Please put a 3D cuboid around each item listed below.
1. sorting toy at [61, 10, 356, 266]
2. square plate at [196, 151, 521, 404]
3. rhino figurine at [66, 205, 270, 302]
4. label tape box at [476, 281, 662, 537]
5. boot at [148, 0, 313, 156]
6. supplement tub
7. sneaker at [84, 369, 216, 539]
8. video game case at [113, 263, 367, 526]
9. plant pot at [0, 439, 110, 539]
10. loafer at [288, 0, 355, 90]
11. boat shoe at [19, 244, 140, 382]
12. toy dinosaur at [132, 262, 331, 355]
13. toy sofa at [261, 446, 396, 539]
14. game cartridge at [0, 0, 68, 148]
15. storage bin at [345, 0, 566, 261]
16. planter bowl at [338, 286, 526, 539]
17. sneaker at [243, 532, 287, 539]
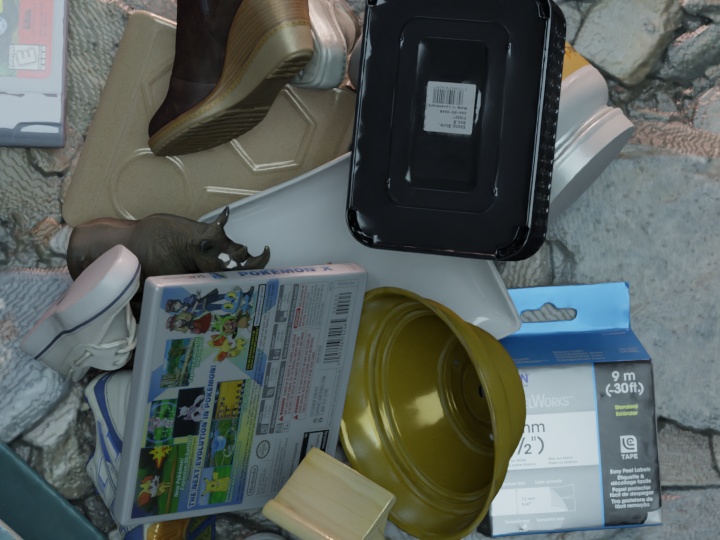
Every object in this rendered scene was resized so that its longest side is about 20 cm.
[{"bbox_3d":[-0.118,-0.089,1.588,0.200,0.036,0.186,22,103,-1],"label":"sorting toy"},{"bbox_3d":[0.000,0.000,1.570,0.200,0.028,0.198,-24,113,7],"label":"square plate"},{"bbox_3d":[-0.148,-0.007,1.530,0.060,0.200,0.088,-52,126,-41],"label":"rhino figurine"},{"bbox_3d":[0.163,0.111,1.613,0.143,0.066,0.201,-3,88,-7],"label":"label tape box"},{"bbox_3d":[-0.115,-0.194,1.512,0.072,0.200,0.167,-5,68,-44],"label":"boot"},{"bbox_3d":[0.103,-0.137,1.568,0.144,0.144,0.200,-44,81,-8],"label":"supplement tub"},{"bbox_3d":[-0.171,0.172,1.572,0.088,0.075,0.201,6,104,36],"label":"sneaker"},{"bbox_3d":[-0.091,0.093,1.506,0.182,0.022,0.200,-4,116,-32],"label":"video game case"},{"bbox_3d":[-0.326,0.234,1.488,0.196,0.196,0.200,43,93,-2],"label":"plant pot"},{"bbox_3d":[-0.035,-0.187,1.548,0.070,0.200,0.070,7,113,-18],"label":"loafer"},{"bbox_3d":[-0.198,0.041,1.512,0.070,0.200,0.071,40,58,-9],"label":"boat shoe"},{"bbox_3d":[-0.106,0.067,1.552,0.199,0.060,0.106,-9,117,19],"label":"toy dinosaur"},{"bbox_3d":[-0.004,0.226,1.513,0.083,0.200,0.098,29,75,32],"label":"toy sofa"},{"bbox_3d":[-0.300,-0.199,1.594,0.133,0.041,0.201,1,86,-3],"label":"game cartridge"},{"bbox_3d":[0.071,-0.110,1.454,0.135,0.094,0.201,6,92,13],"label":"storage bin"},{"bbox_3d":[0.068,0.102,1.535,0.083,0.200,0.201,-15,87,-37],"label":"planter bowl"},{"bbox_3d":[-0.039,0.300,1.538,0.079,0.131,0.200,-36,91,-2],"label":"sneaker"}]
